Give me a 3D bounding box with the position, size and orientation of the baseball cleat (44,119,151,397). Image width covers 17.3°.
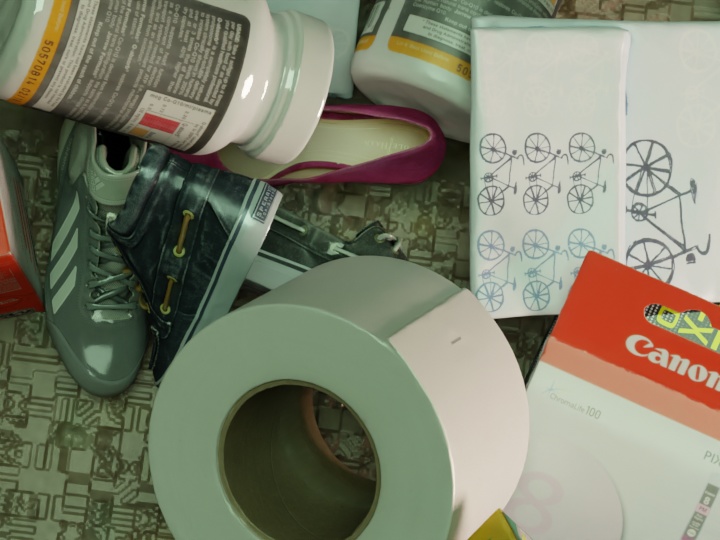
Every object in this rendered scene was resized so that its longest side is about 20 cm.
[{"bbox_3d":[-0.167,-0.022,1.526,0.069,0.106,0.201,-4,82,-16],"label":"baseball cleat"}]

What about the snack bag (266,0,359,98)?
[{"bbox_3d":[-0.089,-0.189,1.520,0.187,0.201,0.021,0,41,-8],"label":"snack bag"}]

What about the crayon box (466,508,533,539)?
[{"bbox_3d":[0.092,0.270,1.377,0.173,0.058,0.200,-45,107,2],"label":"crayon box"}]

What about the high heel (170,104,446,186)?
[{"bbox_3d":[-0.044,-0.084,1.546,0.199,0.096,0.068,10,79,0],"label":"high heel"}]

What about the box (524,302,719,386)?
[{"bbox_3d":[0.213,0.035,1.556,0.160,0.044,0.201,26,80,4],"label":"box"}]

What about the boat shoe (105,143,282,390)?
[{"bbox_3d":[-0.119,-0.001,1.486,0.091,0.201,0.071,25,47,-3],"label":"boat shoe"}]

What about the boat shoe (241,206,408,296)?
[{"bbox_3d":[0.000,0.000,1.543,0.199,0.072,0.071,19,84,4],"label":"boat shoe"}]

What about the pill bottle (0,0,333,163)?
[{"bbox_3d":[-0.126,-0.137,1.458,0.199,0.116,0.117,16,78,-22],"label":"pill bottle"}]

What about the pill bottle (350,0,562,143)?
[{"bbox_3d":[0.079,-0.195,1.559,0.116,0.116,0.201,23,80,3],"label":"pill bottle"}]

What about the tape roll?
[{"bbox_3d":[-0.011,0.102,1.449,0.202,0.139,0.204,5,104,22],"label":"tape roll"}]

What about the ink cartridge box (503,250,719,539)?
[{"bbox_3d":[0.174,0.107,1.481,0.162,0.201,0.057,23,37,4],"label":"ink cartridge box"}]

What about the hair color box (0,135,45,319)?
[{"bbox_3d":[-0.243,-0.032,1.479,0.061,0.200,0.102,-12,80,-3],"label":"hair color box"}]

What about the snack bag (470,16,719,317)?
[{"bbox_3d":[0.164,-0.064,1.498,0.199,0.021,0.190,0,94,-12],"label":"snack bag"}]
